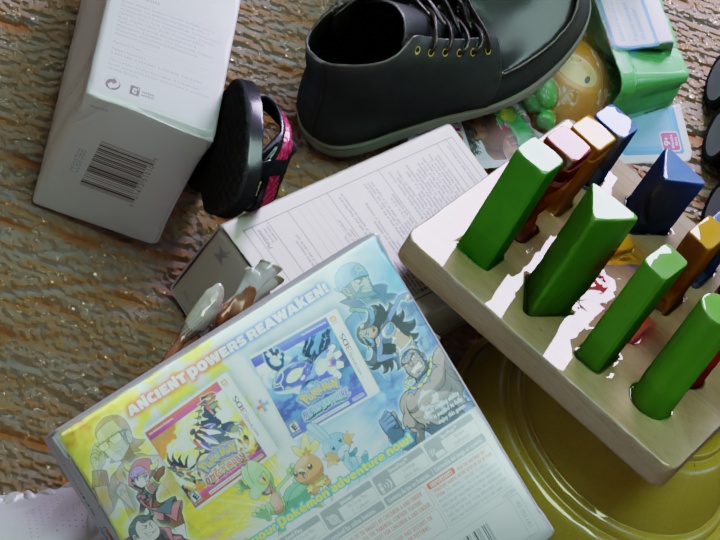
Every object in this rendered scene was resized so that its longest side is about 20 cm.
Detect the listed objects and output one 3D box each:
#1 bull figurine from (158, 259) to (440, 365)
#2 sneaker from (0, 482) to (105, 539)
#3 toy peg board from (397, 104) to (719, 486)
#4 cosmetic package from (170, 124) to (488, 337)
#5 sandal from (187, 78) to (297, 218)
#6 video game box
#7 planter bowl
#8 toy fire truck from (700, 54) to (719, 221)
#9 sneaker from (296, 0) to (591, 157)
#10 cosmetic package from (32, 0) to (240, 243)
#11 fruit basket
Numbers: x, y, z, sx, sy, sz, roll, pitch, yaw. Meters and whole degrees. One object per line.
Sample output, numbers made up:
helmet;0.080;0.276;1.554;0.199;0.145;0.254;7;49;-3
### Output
bull figurine;-0.026;0.074;1.617;0.199;0.065;0.122;25;82;-41
sneaker;-0.161;0.136;1.560;0.088;0.076;0.200;30;42;15
toy peg board;0.162;-0.012;1.730;0.200;0.098;0.199;42;39;10
cosmetic package;0.000;0.000;1.752;0.199;0.073;0.104;-25;75;-41
sandal;-0.063;-0.067;1.688;0.045;0.200;0.076;15;93;-9
video game box;-0.031;0.109;1.531;0.199;0.047;0.183;-32;95;-17
planter bowl;0.157;0.092;1.769;0.199;0.084;0.201;22;43;-22
toy fire truck;0.326;-0.104;1.950;0.128;0.200;0.177;22;49;-18
sneaker;0.056;-0.140;1.811;0.199;0.106;0.075;-28;70;-13
cosmetic package;-0.121;-0.131;1.737;0.081;0.113;0.201;20;52;-12
fruit basket;0.103;-0.149;1.913;0.199;0.094;0.186;1;59;-29
